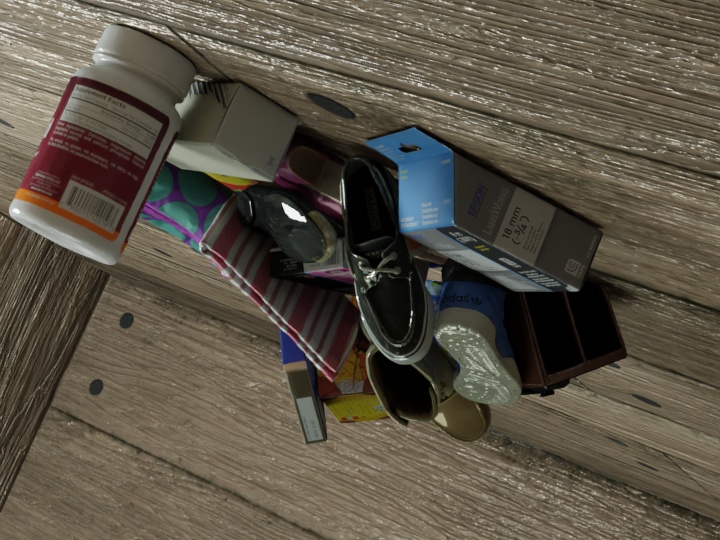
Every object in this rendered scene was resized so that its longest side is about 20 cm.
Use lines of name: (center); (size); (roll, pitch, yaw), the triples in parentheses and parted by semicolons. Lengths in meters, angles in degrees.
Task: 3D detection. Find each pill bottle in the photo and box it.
pill bottle: (-0.237, -0.119, 1.467); (0.113, 0.202, 0.114); (24, 171, 4)

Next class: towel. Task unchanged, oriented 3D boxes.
towel: (-0.083, 0.016, 1.633); (0.200, 0.030, 0.147); (45, -159, -9)

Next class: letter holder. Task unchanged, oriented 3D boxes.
letter holder: (0.176, 0.042, 1.659); (0.100, 0.144, 0.200); (-18, -179, -19)

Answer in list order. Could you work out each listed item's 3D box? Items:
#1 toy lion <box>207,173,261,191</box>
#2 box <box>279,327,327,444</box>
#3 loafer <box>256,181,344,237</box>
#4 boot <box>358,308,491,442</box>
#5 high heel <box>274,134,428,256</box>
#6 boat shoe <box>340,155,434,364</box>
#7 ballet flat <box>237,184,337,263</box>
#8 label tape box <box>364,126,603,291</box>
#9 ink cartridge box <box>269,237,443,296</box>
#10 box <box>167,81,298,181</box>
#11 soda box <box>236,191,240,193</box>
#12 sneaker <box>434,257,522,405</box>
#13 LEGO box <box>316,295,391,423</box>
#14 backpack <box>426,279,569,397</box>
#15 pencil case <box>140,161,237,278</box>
toy lion: (-0.192, -0.140, 1.731); (0.199, 0.069, 0.191); (30, 163, -31)
box: (-0.069, 0.087, 1.820); (0.032, 0.201, 0.122); (-10, 131, 4)
loafer: (-0.036, -0.046, 1.729); (0.198, 0.069, 0.075); (20, 154, -31)
boot: (0.070, 0.127, 1.632); (0.200, 0.072, 0.155); (50, -169, -16)
high heel: (-0.018, -0.076, 1.589); (0.199, 0.068, 0.096); (26, 179, -29)
boat shoe: (0.017, -0.010, 1.483); (0.070, 0.202, 0.064); (-18, 166, 13)
ballet flat: (-0.067, -0.054, 1.560); (0.056, 0.067, 0.200); (-10, -162, -23)
label tape box: (0.097, -0.049, 1.409); (0.198, 0.064, 0.144); (27, 171, -16)
ink cartridge box: (0.000, 0.000, 1.648); (0.094, 0.038, 0.199); (-8, 170, 34)
box: (-0.150, -0.140, 1.545); (0.082, 0.069, 0.199); (29, 171, -33)
soda box: (-0.084, -0.055, 1.893); (0.198, 0.069, 0.064); (25, 170, -5)
sneaker: (0.124, 0.052, 1.567); (0.076, 0.112, 0.200); (1, 152, 21)
LEGO box: (-0.007, 0.091, 1.871); (0.076, 0.151, 0.200); (-7, 165, 5)
backpack: (0.123, 0.082, 1.831); (0.198, 0.156, 0.163); (-6, -177, -22)
pencil case: (-0.208, -0.079, 1.691); (0.199, 0.093, 0.085); (30, 138, -27)
